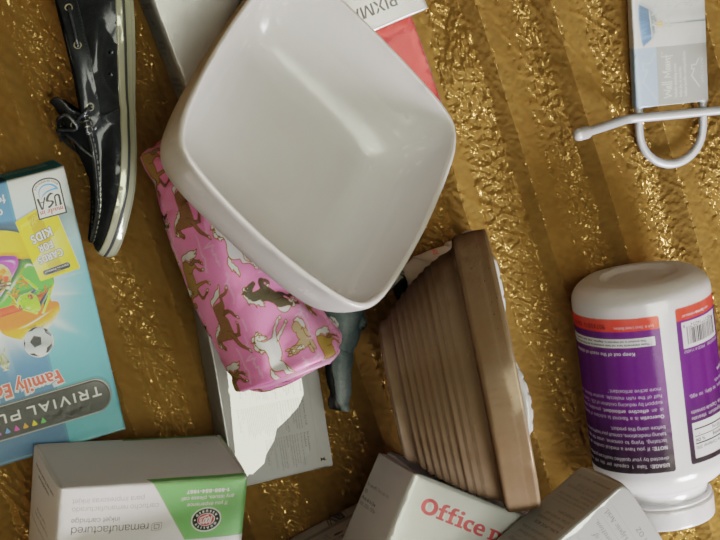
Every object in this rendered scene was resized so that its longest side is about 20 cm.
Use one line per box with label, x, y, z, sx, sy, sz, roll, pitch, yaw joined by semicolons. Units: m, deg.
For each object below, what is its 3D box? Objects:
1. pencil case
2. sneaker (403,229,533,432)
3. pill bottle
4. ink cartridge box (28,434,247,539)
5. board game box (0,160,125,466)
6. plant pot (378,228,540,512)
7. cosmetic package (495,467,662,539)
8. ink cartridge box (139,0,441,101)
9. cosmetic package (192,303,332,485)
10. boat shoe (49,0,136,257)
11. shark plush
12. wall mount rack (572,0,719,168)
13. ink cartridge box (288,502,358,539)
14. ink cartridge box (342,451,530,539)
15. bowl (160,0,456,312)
pencil case;-0.085;-0.014;1.441;0.082;0.086;0.202;-23;90;27
sneaker;0.073;0.075;1.577;0.098;0.078;0.202;-16;94;-9
pill bottle;0.233;0.100;1.607;0.111;0.112;0.202;-12;102;-17
ink cartridge box;-0.168;0.230;1.482;0.145;0.084;0.202;-2;110;-22
board game box;-0.267;0.037;1.461;0.150;0.047;0.202;-16;103;-16
plant pot;0.066;0.078;1.443;0.092;0.201;0.203;-12;103;2
cosmetic package;0.125;0.243;1.434;0.200;0.074;0.102;-40;107;-13
ink cartridge box;-0.043;-0.164;1.509;0.199;0.045;0.178;-24;104;-14
cosmetic package;-0.079;0.056;1.526;0.082;0.051;0.202;-11;101;-14
boat shoe;-0.193;-0.111;1.453;0.062;0.075;0.202;-2;94;-13
shark plush;0.000;0.000;1.491;0.091;0.083;0.202;42;63;-60
wall mount rack;0.230;-0.175;1.584;0.172;0.074;0.202;-7;100;-18
ink cartridge box;0.004;0.269;1.569;0.199;0.083;0.148;-26;105;-14
ink cartridge box;0.049;0.255;1.492;0.144;0.087;0.202;24;87;-20
bowl;-0.043;-0.082;1.397;0.200;0.074;0.201;42;52;-20
